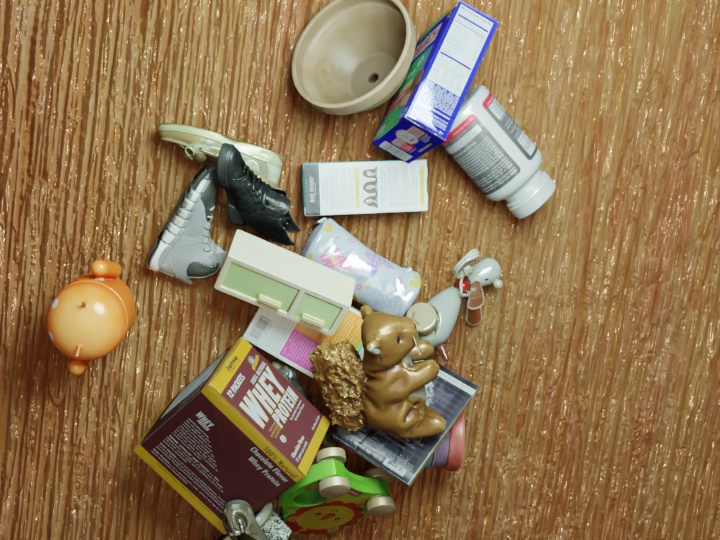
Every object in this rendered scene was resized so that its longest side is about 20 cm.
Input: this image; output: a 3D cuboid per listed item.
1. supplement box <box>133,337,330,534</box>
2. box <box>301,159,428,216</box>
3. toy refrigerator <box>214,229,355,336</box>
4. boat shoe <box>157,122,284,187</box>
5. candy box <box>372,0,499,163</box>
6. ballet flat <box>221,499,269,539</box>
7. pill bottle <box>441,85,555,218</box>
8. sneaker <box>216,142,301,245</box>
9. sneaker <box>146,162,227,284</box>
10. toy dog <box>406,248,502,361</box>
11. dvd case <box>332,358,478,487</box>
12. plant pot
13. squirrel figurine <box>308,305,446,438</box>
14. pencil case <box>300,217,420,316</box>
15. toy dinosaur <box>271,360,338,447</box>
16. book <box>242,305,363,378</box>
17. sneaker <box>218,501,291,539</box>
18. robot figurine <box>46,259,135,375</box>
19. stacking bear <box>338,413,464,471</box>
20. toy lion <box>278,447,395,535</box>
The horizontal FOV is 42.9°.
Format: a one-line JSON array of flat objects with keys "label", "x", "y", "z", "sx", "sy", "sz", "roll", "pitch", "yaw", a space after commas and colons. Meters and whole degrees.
[{"label": "supplement box", "x": -0.193, "y": 0.253, "z": 1.397, "sx": 0.197, "sy": 0.133, "sz": 0.200, "roll": 45, "pitch": 119, "yaw": -9}, {"label": "box", "x": 0.006, "y": -0.132, "z": 1.455, "sx": 0.197, "sy": 0.049, "sz": 0.083, "roll": -2, "pitch": 97, "yaw": -7}, {"label": "toy refrigerator", "x": -0.114, "y": 0.022, "z": 1.391, "sx": 0.198, "sy": 0.070, "sz": 0.076, "roll": 23, "pitch": 131, "yaw": -11}, {"label": "boat shoe", "x": -0.219, "y": -0.177, "z": 1.412, "sx": 0.198, "sy": 0.073, "sz": 0.064, "roll": 16, "pitch": 92, "yaw": -17}, {"label": "candy box", "x": 0.108, "y": -0.278, "z": 1.368, "sx": 0.076, "sy": 0.169, "sz": 0.202, "roll": 28, "pitch": 78, "yaw": -12}, {"label": "ballet flat", "x": -0.154, "y": 0.424, "z": 1.382, "sx": 0.067, "sy": 0.047, "sz": 0.201, "roll": -18, "pitch": 125, "yaw": 6}, {"label": "pill bottle", "x": 0.215, "y": -0.182, "z": 1.445, "sx": 0.111, "sy": 0.111, "sz": 0.200, "roll": -43, "pitch": 100, "yaw": 0}, {"label": "sneaker", "x": -0.151, "y": -0.113, "z": 1.388, "sx": 0.103, "sy": 0.201, "sz": 0.061, "roll": 8, "pitch": 55, "yaw": 8}, {"label": "sneaker", "x": -0.238, "y": -0.064, "z": 1.420, "sx": 0.115, "sy": 0.075, "sz": 0.201, "roll": 30, "pitch": 112, "yaw": -17}, {"label": "toy dog", "x": 0.158, "y": 0.069, "z": 1.471, "sx": 0.200, "sy": 0.132, "sz": 0.097, "roll": -44, "pitch": 71, "yaw": 8}, {"label": "dvd case", "x": 0.072, "y": 0.223, "z": 1.444, "sx": 0.148, "sy": 0.016, "sz": 0.200, "roll": 27, "pitch": 61, "yaw": 25}, {"label": "plant pot", "x": 0.002, "y": -0.314, "z": 1.390, "sx": 0.199, "sy": 0.093, "sz": 0.203, "roll": -11, "pitch": 65, "yaw": 24}, {"label": "squirrel figurine", "x": 0.019, "y": 0.149, "z": 1.371, "sx": 0.197, "sy": 0.142, "sz": 0.188, "roll": -12, "pitch": 132, "yaw": 8}, {"label": "pencil case", "x": 0.000, "y": 0.000, "z": 1.455, "sx": 0.199, "sy": 0.083, "sz": 0.091, "roll": 31, "pitch": 93, "yaw": -10}, {"label": "toy dinosaur", "x": -0.102, "y": 0.246, "z": 1.495, "sx": 0.088, "sy": 0.047, "sz": 0.201, "roll": -37, "pitch": 104, "yaw": -8}, {"label": "book", "x": -0.073, "y": 0.100, "z": 1.479, "sx": 0.199, "sy": 0.048, "sz": 0.134, "roll": 31, "pitch": 94, "yaw": -8}, {"label": "sneaker", "x": -0.178, "y": 0.441, "z": 1.456, "sx": 0.088, "sy": 0.077, "sz": 0.200, "roll": 41, "pitch": 127, "yaw": -1}, {"label": "robot figurine", "x": -0.396, "y": 0.064, "z": 1.353, "sx": 0.143, "sy": 0.200, "sz": 0.117, "roll": -37, "pitch": 101, "yaw": 0}, {"label": "stacking bear", "x": 0.063, "y": 0.264, "z": 1.489, "sx": 0.197, "sy": 0.114, "sz": 0.123, "roll": 4, "pitch": 97, "yaw": -3}, {"label": "toy lion", "x": -0.056, "y": 0.365, "z": 1.449, "sx": 0.190, "sy": 0.069, "sz": 0.200, "roll": -29, "pitch": 141, "yaw": 23}]
